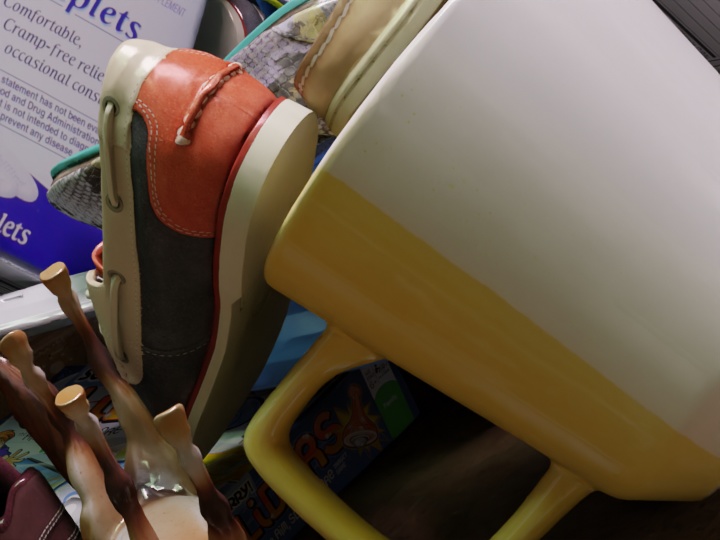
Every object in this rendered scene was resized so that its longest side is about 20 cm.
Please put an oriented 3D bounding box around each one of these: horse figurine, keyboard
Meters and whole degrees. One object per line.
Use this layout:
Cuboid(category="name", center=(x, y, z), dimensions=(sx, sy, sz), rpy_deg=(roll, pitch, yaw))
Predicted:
Cuboid(category="horse figurine", center=(-0.067, 0.077, 0.767), dimensions=(0.050, 0.133, 0.200), rpy_deg=(-29, 26, -14))
Cuboid(category="keyboard", center=(-0.055, -0.003, 0.943), dimensions=(0.198, 0.011, 0.056), rpy_deg=(-15, 14, 2))

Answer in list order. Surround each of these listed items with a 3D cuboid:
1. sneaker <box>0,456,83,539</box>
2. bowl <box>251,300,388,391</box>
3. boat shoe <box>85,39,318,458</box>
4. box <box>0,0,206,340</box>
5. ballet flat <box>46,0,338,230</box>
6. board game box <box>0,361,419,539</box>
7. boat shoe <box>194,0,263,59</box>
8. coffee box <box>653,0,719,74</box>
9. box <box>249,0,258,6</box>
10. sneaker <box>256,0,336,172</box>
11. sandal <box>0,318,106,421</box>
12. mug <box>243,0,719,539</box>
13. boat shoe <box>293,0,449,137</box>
Cuboid(category="sneaker", center=(-0.174, 0.109, 0.881), dimensions=(0.199, 0.116, 0.076), rpy_deg=(-17, 21, 25))
Cuboid(category="bowl", center=(0.000, 0.000, 0.980), dimensions=(0.199, 0.040, 0.201), rpy_deg=(-15, 9, 2))
Cuboid(category="boat shoe", center=(-0.060, 0.001, 0.818), dimensions=(0.071, 0.062, 0.201), rpy_deg=(-59, -10, -34))
Cuboid(category="box", center=(-0.163, -0.076, 1.070), dimensions=(0.183, 0.105, 0.201), rpy_deg=(-16, 54, 52))
Cuboid(category="ballet flat", center=(-0.050, -0.037, 0.889), dimensions=(0.200, 0.072, 0.072), rpy_deg=(-28, 11, 50))
Cuboid(category="board game box", center=(-0.090, 0.082, 0.965), dimensions=(0.199, 0.035, 0.135), rpy_deg=(-7, 27, 45))
Cuboid(category="boat shoe", center=(-0.086, -0.058, 1.154), dimensions=(0.062, 0.072, 0.200), rpy_deg=(-6, -33, -35))
Cuboid(category="coffee box", center=(0.151, -0.156, 0.904), dimensions=(0.197, 0.200, 0.201), rpy_deg=(-7, 59, 42))
Cuboid(category="box", center=(-0.012, -0.140, 1.190), dimensions=(0.038, 0.201, 0.137), rpy_deg=(-13, 22, 39))
Cuboid(category="sneaker", center=(0.010, -0.119, 0.964), dimensions=(0.066, 0.078, 0.201), rpy_deg=(26, 88, 41))
Cuboid(category="sandal", center=(-0.070, 0.018, 1.097), dimensions=(0.211, 0.078, 0.070), rpy_deg=(-36, 51, -6))
Cuboid(category="mug", center=(0.065, 0.003, 0.787), dimensions=(0.149, 0.153, 0.187), rpy_deg=(-46, -7, -49))
Cuboid(category="boat shoe", center=(0.023, -0.135, 0.788), dimensions=(0.201, 0.066, 0.074), rpy_deg=(-61, 0, -19))
